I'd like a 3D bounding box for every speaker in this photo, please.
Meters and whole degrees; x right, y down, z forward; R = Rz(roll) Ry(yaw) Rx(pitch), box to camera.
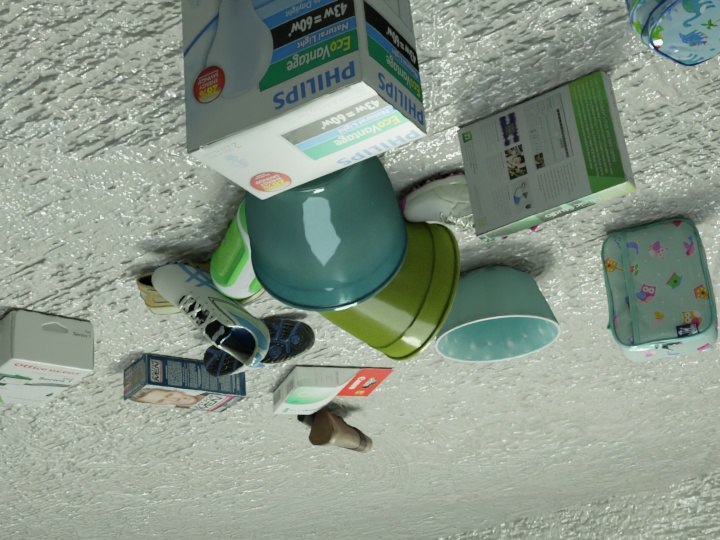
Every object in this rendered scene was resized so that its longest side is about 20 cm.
[{"bbox_3d":[-0.147,-0.033,1.658,0.088,0.089,0.200,3,155,-20],"label":"speaker"}]

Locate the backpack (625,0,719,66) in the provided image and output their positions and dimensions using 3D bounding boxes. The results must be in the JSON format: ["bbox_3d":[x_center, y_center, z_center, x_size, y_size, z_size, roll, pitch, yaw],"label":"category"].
[{"bbox_3d":[0.342,-0.287,1.158,0.199,0.155,0.162,-10,166,43],"label":"backpack"}]

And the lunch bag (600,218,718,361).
[{"bbox_3d":[0.436,0.032,1.798,0.159,0.202,0.077,-10,154,15],"label":"lunch bag"}]

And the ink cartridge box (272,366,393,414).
[{"bbox_3d":[-0.053,0.232,2.328,0.198,0.051,0.161,5,154,-19],"label":"ink cartridge box"}]

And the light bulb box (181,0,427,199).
[{"bbox_3d":[-0.057,-0.204,1.150,0.197,0.202,0.125,-19,154,26],"label":"light bulb box"}]

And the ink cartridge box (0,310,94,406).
[{"bbox_3d":[-0.537,0.145,1.970,0.145,0.085,0.200,12,151,-36],"label":"ink cartridge box"}]

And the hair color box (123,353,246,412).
[{"bbox_3d":[-0.314,0.204,2.186,0.199,0.061,0.100,11,151,-33],"label":"hair color box"}]

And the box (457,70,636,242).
[{"bbox_3d":[0.217,-0.132,1.446,0.199,0.146,0.036,-20,157,30],"label":"box"}]

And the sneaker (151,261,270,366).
[{"bbox_3d":[-0.212,0.061,1.734,0.199,0.073,0.072,37,113,-10],"label":"sneaker"}]

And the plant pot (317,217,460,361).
[{"bbox_3d":[0.000,0.000,1.666,0.192,0.202,0.200,20,147,-27],"label":"plant pot"}]

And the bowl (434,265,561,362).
[{"bbox_3d":[0.210,0.062,1.933,0.199,0.106,0.201,-5,157,-2],"label":"bowl"}]

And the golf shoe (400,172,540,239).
[{"bbox_3d":[0.150,-0.082,1.614,0.198,0.092,0.075,-11,157,15],"label":"golf shoe"}]

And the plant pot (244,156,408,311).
[{"bbox_3d":[-0.052,-0.087,1.450,0.198,0.201,0.189,-8,142,5],"label":"plant pot"}]

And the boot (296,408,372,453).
[{"bbox_3d":[-0.039,0.329,2.448,0.145,0.071,0.200,28,180,-25],"label":"boot"}]

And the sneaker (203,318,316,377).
[{"bbox_3d":[-0.165,0.125,2.051,0.198,0.076,0.077,-14,177,18],"label":"sneaker"}]

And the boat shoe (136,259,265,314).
[{"bbox_3d":[-0.233,0.017,1.783,0.198,0.072,0.076,-12,140,11],"label":"boat shoe"}]
